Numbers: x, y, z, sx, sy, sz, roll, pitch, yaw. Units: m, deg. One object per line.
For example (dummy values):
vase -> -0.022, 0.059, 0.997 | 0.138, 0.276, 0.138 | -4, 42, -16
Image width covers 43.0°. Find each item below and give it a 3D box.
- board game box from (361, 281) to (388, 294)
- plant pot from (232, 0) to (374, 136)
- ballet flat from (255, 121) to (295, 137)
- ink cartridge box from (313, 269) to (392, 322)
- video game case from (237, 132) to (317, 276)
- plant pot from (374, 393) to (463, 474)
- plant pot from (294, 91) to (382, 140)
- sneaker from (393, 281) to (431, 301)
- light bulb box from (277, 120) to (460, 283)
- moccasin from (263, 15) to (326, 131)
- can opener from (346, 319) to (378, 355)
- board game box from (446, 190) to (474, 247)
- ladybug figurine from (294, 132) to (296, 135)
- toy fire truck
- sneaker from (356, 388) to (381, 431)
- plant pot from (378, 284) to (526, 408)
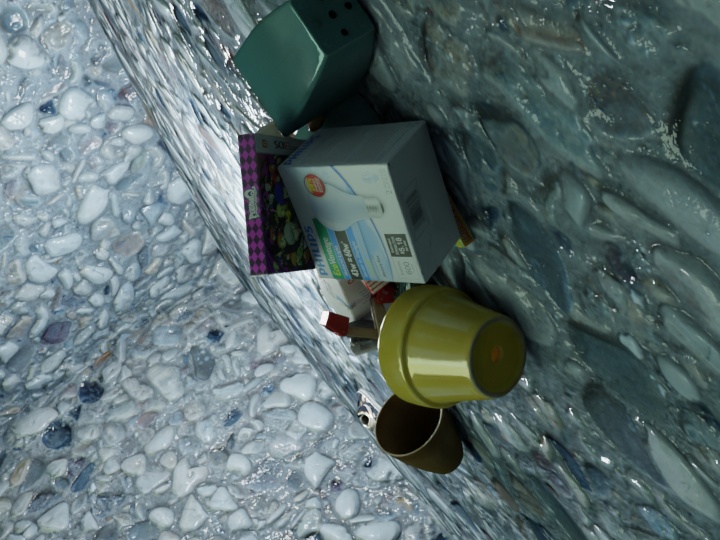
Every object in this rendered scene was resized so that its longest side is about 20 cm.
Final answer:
board game box -> -0.035, -0.069, 1.614 | 0.200, 0.046, 0.152 | 47, 171, 42
plant pot -> -0.069, -0.316, 1.292 | 0.142, 0.141, 0.200 | 55, 156, 1
ballet flat -> -0.147, -0.246, 1.716 | 0.199, 0.070, 0.070 | 3, -142, -52
ink cartridge box -> 0.000, 0.000, 1.788 | 0.145, 0.146, 0.201 | 45, 163, 38
video game case -> -0.112, -0.097, 1.360 | 0.181, 0.035, 0.203 | -6, -88, -63
plant pot -> 0.161, 0.404, 2.193 | 0.200, 0.186, 0.186 | 48, 174, -39
plant pot -> -0.040, -0.184, 1.505 | 0.201, 0.134, 0.201 | 52, 167, 17
sneaker -> 0.086, 0.024, 1.606 | 0.079, 0.075, 0.202 | -20, 94, 33
light bulb box -> 0.014, -0.099, 1.337 | 0.198, 0.125, 0.200 | 2, 125, 36
moccasin -> -0.103, -0.311, 1.425 | 0.074, 0.077, 0.204 | 146, 108, -70
can opener -> 0.065, 0.113, 1.733 | 0.067, 0.197, 0.053 | 61, -161, -52
board game box -> 0.110, -0.086, 1.456 | 0.096, 0.030, 0.200 | 59, 169, -13
ladybug figurine -> -0.118, -0.307, 1.620 | 0.137, 0.072, 0.200 | 61, 166, -21
toy fire truck -> 0.039, 0.072, 1.664 | 0.198, 0.143, 0.049 | 21, 172, -15
sneaker -> 0.019, 0.460, 3.013 | 0.079, 0.079, 0.200 | 60, 168, -26
plant pot -> 0.160, 0.129, 1.480 | 0.188, 0.201, 0.202 | 4, 130, 53
